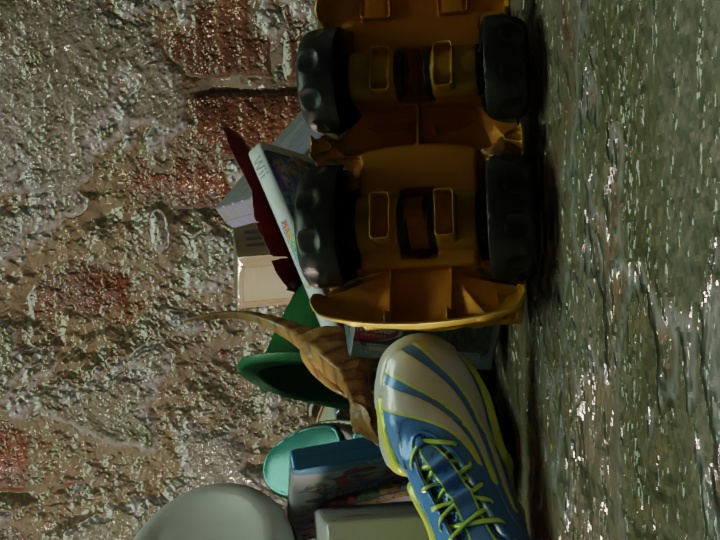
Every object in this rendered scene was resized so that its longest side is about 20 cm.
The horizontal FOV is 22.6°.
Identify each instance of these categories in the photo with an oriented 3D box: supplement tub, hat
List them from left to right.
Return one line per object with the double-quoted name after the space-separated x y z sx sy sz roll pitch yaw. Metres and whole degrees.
-0.085 0.277 1.404 0.146 0.144 0.201 -97 -17 -48 "supplement tub"
-0.010 0.003 1.421 0.200 0.164 0.178 44 -131 -65 "hat"

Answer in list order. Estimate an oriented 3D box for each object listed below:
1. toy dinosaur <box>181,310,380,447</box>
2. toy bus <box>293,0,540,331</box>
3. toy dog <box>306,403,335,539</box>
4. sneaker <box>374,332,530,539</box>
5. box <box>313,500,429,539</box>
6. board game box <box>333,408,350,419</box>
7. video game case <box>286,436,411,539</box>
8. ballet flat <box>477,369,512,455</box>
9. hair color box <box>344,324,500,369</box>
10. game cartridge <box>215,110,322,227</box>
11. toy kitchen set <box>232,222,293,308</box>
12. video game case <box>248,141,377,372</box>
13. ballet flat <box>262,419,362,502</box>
-0.022 0.054 1.218 0.200 0.106 0.061 32 105 50 "toy dinosaur"
0.045 -0.057 1.081 0.192 0.134 0.202 37 -129 -74 "toy bus"
-0.004 0.193 1.573 0.194 0.139 0.202 43 -132 -49 "toy dog"
0.069 0.136 1.069 0.105 0.075 0.201 -145 34 -71 "sneaker"
0.034 0.215 1.264 0.200 0.123 0.098 126 141 -85 "box"
0.018 0.008 1.560 0.201 0.096 0.161 -99 7 -57 "board game box"
0.015 0.161 1.366 0.200 0.142 0.018 97 163 -66 "video game case"
0.063 0.100 1.236 0.200 0.067 0.069 -100 -3 -63 "ballet flat"
0.035 -0.012 1.255 0.200 0.098 0.061 -100 18 -61 "hair color box"
-0.033 -0.118 1.554 0.200 0.038 0.129 -50 13 -21 "game cartridge"
-0.042 -0.098 1.763 0.164 0.179 0.201 94 168 -50 "toy kitchen set"
0.000 0.000 1.353 0.143 0.018 0.201 13 -134 -50 "video game case"
0.006 0.146 1.434 0.199 0.070 0.071 -26 59 41 "ballet flat"
